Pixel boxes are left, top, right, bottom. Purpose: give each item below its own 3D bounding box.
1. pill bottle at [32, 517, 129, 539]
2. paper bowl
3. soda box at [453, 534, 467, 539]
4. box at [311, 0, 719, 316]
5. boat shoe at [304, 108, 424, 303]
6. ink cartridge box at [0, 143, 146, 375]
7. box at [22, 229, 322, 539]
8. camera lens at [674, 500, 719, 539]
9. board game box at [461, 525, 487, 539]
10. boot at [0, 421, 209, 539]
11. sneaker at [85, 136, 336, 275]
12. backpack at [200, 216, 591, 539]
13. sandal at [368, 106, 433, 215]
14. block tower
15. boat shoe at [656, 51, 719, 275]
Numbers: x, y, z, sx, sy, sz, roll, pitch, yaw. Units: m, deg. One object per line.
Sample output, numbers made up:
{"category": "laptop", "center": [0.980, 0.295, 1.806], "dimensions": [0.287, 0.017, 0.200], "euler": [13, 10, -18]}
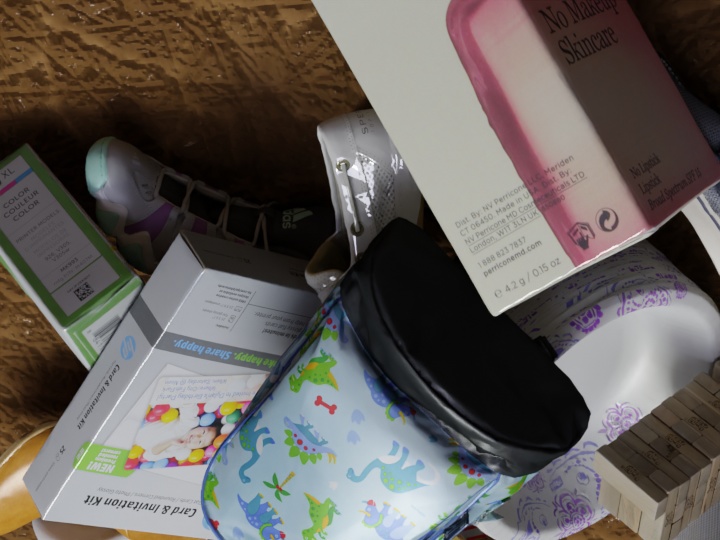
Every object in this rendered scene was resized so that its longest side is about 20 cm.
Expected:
{"category": "pill bottle", "center": [-0.163, 0.233, 1.468], "dimensions": [0.113, 0.114, 0.201], "euler": [-4, 131, 16]}
{"category": "paper bowl", "center": [0.121, 0.064, 1.215], "dimensions": [0.200, 0.104, 0.202], "euler": [-24, 139, -23]}
{"category": "soda box", "center": [0.031, 0.194, 1.340], "dimensions": [0.068, 0.064, 0.200], "euler": [-48, 115, -2]}
{"category": "box", "center": [0.087, -0.099, 1.042], "dimensions": [0.109, 0.128, 0.201], "euler": [-30, 90, 33]}
{"category": "boat shoe", "center": [0.000, 0.000, 1.154], "dimensions": [0.069, 0.071, 0.202], "euler": [-7, 110, -12]}
{"category": "ink cartridge box", "center": [-0.194, -0.010, 1.241], "dimensions": [0.059, 0.200, 0.104], "euler": [-38, 143, -9]}
{"category": "box", "center": [-0.096, 0.077, 1.207], "dimensions": [0.155, 0.041, 0.201], "euler": [15, 119, -44]}
{"category": "camera lens", "center": [0.274, 0.189, 1.267], "dimensions": [0.159, 0.201, 0.161], "euler": [6, 133, 7]}
{"category": "board game box", "center": [0.022, 0.135, 1.381], "dimensions": [0.199, 0.046, 0.152], "euler": [-19, 126, 27]}
{"category": "boot", "center": [-0.168, 0.161, 1.346], "dimensions": [0.201, 0.144, 0.071], "euler": [-40, 157, 4]}
{"category": "sneaker", "center": [-0.071, -0.031, 1.240], "dimensions": [0.139, 0.078, 0.200], "euler": [-25, 126, 24]}
{"category": "backpack", "center": [0.002, 0.099, 1.099], "dimensions": [0.163, 0.154, 0.200], "euler": [47, 137, -1]}
{"category": "sandal", "center": [0.076, -0.067, 1.175], "dimensions": [0.198, 0.043, 0.077], "euler": [-2, 115, 11]}
{"category": "block tower", "center": [0.229, 0.095, 1.210], "dimensions": [0.054, 0.199, 0.058], "euler": [38, 144, 33]}
{"category": "boat shoe", "center": [0.226, -0.069, 1.140], "dimensions": [0.092, 0.075, 0.200], "euler": [-24, 130, 20]}
